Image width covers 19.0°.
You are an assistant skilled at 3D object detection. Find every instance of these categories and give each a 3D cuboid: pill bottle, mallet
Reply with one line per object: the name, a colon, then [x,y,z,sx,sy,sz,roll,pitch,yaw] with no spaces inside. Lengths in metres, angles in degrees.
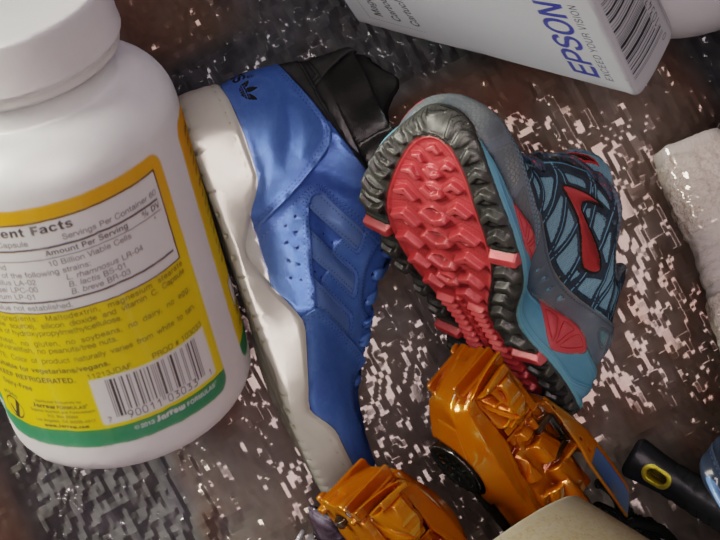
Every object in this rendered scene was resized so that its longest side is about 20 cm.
pill bottle: [-0.120,-0.026,0.893,0.113,0.113,0.200,-15,124,-1]
mallet: [0.201,0.143,0.948,0.200,0.041,0.066,25,110,15]

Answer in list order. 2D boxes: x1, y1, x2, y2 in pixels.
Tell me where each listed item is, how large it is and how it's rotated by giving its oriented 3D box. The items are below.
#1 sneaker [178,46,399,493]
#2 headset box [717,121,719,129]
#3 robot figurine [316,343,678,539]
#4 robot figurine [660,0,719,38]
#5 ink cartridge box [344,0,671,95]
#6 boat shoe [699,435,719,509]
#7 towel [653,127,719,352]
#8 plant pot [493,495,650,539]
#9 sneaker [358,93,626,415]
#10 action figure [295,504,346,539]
sneaker: [0.000,0.000,0.955,0.111,0.077,0.200,-20,99,-7]
headset box: [0.280,-0.074,0.921,0.200,0.077,0.149,34,65,8]
robot figurine: [0.075,0.138,0.939,0.145,0.058,0.200,-47,114,-20]
robot figurine: [0.134,-0.201,0.932,0.150,0.125,0.200,4,92,30]
ink cartridge box: [0.007,-0.155,0.855,0.200,0.196,0.043,17,71,31]
boat shoe: [0.209,0.149,0.891,0.069,0.084,0.200,-32,74,36]
towel: [0.241,-0.012,0.947,0.200,0.034,0.133,-10,66,-13]
plant pot: [0.108,0.191,0.817,0.187,0.187,0.200,-38,74,0]
sneaker: [0.064,-0.024,0.918,0.079,0.200,0.096,20,66,29]
action figure: [-0.043,0.209,0.962,0.130,0.069,0.200,30,84,12]
